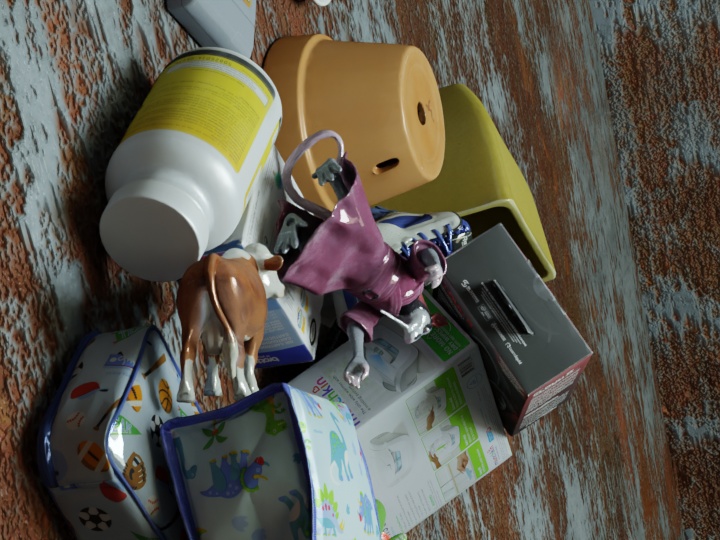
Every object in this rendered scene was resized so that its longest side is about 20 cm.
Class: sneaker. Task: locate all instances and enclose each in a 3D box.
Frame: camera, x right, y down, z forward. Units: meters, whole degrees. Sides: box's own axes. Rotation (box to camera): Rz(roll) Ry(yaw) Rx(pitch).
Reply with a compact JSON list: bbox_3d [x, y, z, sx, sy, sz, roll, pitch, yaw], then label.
[{"bbox_3d":[0.045,-0.017,1.507,0.199,0.115,0.081,-50,132,-62],"label":"sneaker"}]

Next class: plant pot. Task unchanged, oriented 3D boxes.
[{"bbox_3d":[0.094,-0.092,1.776,0.196,0.193,0.201,51,28,-55],"label":"plant pot"},{"bbox_3d":[0.000,-0.152,1.598,0.200,0.139,0.201,-8,90,-69],"label":"plant pot"}]

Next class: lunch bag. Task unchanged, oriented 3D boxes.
[{"bbox_3d":[-0.053,0.197,1.137,0.170,0.127,0.201,27,43,-71],"label":"lunch bag"},{"bbox_3d":[-0.160,0.148,1.160,0.161,0.075,0.201,-78,154,-51],"label":"lunch bag"}]

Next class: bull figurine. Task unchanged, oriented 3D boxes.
[{"bbox_3d":[-0.100,0.037,1.187,0.200,0.065,0.122,13,77,-81],"label":"bull figurine"}]

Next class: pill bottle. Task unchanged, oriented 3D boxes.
[{"bbox_3d":[-0.137,-0.084,1.241,0.200,0.112,0.112,-71,147,-50],"label":"pill bottle"}]

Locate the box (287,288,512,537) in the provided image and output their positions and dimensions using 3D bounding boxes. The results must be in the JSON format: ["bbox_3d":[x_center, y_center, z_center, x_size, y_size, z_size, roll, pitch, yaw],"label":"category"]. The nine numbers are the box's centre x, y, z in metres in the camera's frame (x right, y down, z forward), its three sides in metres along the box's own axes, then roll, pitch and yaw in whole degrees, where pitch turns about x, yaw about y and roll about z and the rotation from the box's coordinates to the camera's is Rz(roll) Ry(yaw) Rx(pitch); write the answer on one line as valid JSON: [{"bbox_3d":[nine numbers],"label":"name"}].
[{"bbox_3d":[0.037,0.150,1.492,0.097,0.176,0.200,47,-13,38],"label":"box"}]

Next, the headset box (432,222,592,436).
[{"bbox_3d":[0.137,0.057,1.458,0.149,0.077,0.200,56,-9,14],"label":"headset box"}]

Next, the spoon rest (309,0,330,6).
[{"bbox_3d":[-0.050,-0.380,1.654,0.099,0.060,0.201,13,70,-68],"label":"spoon rest"}]

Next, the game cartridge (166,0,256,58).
[{"bbox_3d":[-0.135,-0.304,1.433,0.133,0.041,0.201,51,37,-62],"label":"game cartridge"}]

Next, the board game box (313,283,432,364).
[{"bbox_3d":[0.031,0.056,1.582,0.200,0.023,0.105,-25,149,-43],"label":"board game box"}]

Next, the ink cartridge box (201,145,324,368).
[{"bbox_3d":[-0.088,-0.006,1.398,0.200,0.076,0.137,59,30,-44],"label":"ink cartridge box"}]

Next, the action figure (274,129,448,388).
[{"bbox_3d":[0.000,0.000,1.373,0.200,0.134,0.149,41,16,-38],"label":"action figure"}]

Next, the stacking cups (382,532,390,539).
[{"bbox_3d":[-0.021,0.327,1.392,0.201,0.060,0.061,-65,149,-18],"label":"stacking cups"}]

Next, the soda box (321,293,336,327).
[{"bbox_3d":[-0.015,0.020,1.600,0.200,0.068,0.064,32,54,-65],"label":"soda box"}]

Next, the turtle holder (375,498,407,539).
[{"bbox_3d":[-0.065,0.252,1.320,0.132,0.186,0.141,37,1,-10],"label":"turtle holder"}]
